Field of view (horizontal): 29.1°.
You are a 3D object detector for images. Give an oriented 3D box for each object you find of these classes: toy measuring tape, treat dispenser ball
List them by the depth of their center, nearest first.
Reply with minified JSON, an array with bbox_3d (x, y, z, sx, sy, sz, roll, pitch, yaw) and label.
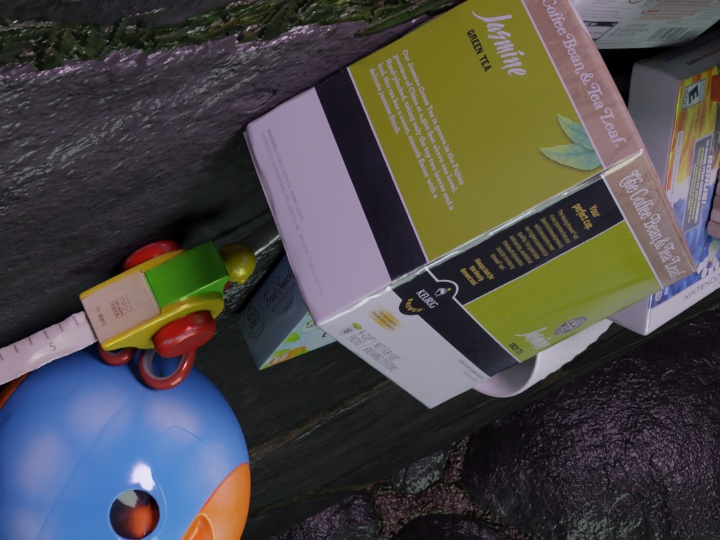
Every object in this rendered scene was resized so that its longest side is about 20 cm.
[{"bbox_3d":[-0.155,0.035,0.877,0.198,0.074,0.074,-26,167,-4],"label":"toy measuring tape"},{"bbox_3d":[-0.176,0.150,0.977,0.199,0.203,0.201,-25,166,-6],"label":"treat dispenser ball"}]

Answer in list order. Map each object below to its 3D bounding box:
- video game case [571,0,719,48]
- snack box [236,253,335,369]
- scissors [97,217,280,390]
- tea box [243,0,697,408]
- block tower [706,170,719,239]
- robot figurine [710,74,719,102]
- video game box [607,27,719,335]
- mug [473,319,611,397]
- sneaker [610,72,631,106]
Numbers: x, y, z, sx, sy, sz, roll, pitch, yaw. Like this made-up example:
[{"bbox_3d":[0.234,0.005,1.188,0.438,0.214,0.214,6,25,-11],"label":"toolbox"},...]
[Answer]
[{"bbox_3d":[0.209,-0.193,0.828,0.199,0.024,0.182,-11,159,-47],"label":"video game case"},{"bbox_3d":[0.000,0.000,1.073,0.141,0.053,0.200,-18,164,-29],"label":"snack box"},{"bbox_3d":[-0.095,-0.007,0.926,0.201,0.073,0.014,-51,154,-5],"label":"scissors"},{"bbox_3d":[0.071,-0.039,0.807,0.195,0.135,0.200,-27,155,11],"label":"tea box"},{"bbox_3d":[0.295,-0.116,0.961,0.057,0.054,0.203,-20,125,-43],"label":"block tower"},{"bbox_3d":[0.300,-0.151,0.843,0.198,0.147,0.058,-7,-170,-32],"label":"robot figurine"},{"bbox_3d":[0.256,-0.075,1.020,0.181,0.046,0.202,-28,131,-40],"label":"video game box"},{"bbox_3d":[0.157,-0.016,1.169,0.174,0.147,0.202,-27,139,-35],"label":"mug"},{"bbox_3d":[0.153,-0.090,0.978,0.198,0.080,0.077,-15,163,-39],"label":"sneaker"}]
